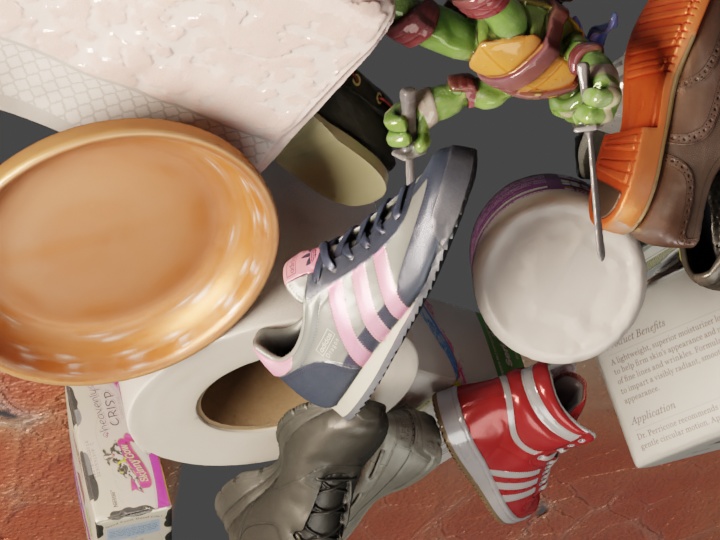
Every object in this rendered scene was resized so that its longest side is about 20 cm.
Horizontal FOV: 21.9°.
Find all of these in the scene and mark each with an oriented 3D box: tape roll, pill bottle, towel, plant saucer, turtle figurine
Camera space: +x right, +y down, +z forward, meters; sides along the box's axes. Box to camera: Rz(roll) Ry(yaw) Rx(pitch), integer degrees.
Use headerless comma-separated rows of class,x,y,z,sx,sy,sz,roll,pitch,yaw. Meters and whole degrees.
tape roll,-0.072,0.026,1.264,0.202,0.139,0.203,-11,151,-6
pill bottle,0.130,-0.008,1.259,0.112,0.112,0.200,-18,-173,5
towel,-0.111,-0.128,1.030,0.200,0.032,0.191,21,139,-21
plant saucer,-0.147,-0.014,1.084,0.200,0.037,0.200,-13,137,-12
turtle figurine,0.071,-0.103,1.080,0.194,0.144,0.200,37,85,-36

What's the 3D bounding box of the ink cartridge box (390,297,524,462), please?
ink cartridge box,0.016,0.088,1.469,0.145,0.084,0.200,-36,146,31

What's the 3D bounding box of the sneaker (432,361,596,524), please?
sneaker,0.138,0.134,1.453,0.112,0.071,0.200,-21,148,11

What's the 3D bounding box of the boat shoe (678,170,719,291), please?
boat shoe,0.239,-0.087,1.172,0.061,0.202,0.072,4,178,-43

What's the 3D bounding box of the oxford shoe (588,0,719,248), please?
oxford shoe,0.202,-0.111,1.131,0.073,0.200,0.071,19,180,-18

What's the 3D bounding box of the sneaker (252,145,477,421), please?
sneaker,0.000,0.000,1.088,0.082,0.070,0.200,26,120,-3

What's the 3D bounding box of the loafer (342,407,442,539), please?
loafer,-0.022,0.165,1.434,0.070,0.070,0.200,18,132,-37

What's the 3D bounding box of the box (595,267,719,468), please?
box,0.316,0.052,1.433,0.199,0.131,0.200,-28,166,39

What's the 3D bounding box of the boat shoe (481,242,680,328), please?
boat shoe,0.183,-0.006,1.402,0.202,0.075,0.065,-35,142,18

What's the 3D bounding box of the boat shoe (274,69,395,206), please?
boat shoe,-0.048,-0.117,1.114,0.074,0.063,0.201,-11,144,36

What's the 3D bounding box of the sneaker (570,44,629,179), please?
sneaker,0.209,-0.089,1.284,0.115,0.075,0.200,-28,138,31

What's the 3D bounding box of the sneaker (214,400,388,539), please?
sneaker,-0.032,0.157,1.276,0.076,0.091,0.200,4,144,-27

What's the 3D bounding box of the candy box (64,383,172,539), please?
candy box,-0.190,0.173,1.463,0.061,0.137,0.200,-11,151,-11
